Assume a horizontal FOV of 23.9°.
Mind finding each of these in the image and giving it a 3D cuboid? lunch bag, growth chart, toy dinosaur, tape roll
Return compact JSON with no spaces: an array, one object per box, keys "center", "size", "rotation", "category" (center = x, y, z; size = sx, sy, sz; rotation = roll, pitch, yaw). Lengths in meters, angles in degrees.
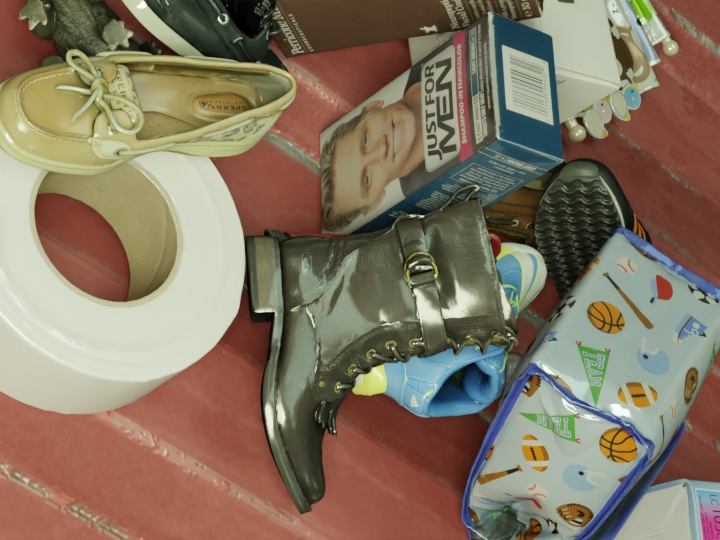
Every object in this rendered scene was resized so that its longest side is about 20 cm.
[{"center":[0.158,0.103,1.178],"size":[0.124,0.200,0.170],"rotation":[35,47,8],"category":"lunch bag"},{"center":[0.203,-0.199,1.470],"size":[0.200,0.018,0.145],"rotation":[-38,94,-42],"category":"growth chart"},{"center":[-0.187,-0.165,1.127],"size":[0.077,0.102,0.200],"rotation":[-44,85,2],"category":"toy dinosaur"},{"center":[-0.173,-0.016,1.062],"size":[0.202,0.071,0.203],"rotation":[16,60,-31],"category":"tape roll"}]

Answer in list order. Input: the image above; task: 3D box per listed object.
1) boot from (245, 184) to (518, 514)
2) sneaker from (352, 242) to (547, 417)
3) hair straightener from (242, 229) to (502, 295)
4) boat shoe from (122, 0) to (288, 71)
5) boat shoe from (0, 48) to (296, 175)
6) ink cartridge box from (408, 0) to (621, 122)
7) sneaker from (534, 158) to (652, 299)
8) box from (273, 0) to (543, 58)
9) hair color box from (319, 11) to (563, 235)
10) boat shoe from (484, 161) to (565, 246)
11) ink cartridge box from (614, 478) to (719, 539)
[{"center":[0.018,0.051,1.106],"size":[0.173,0.069,0.201],"rotation":[-6,91,-6],"category":"boot"},{"center":[0.083,0.052,1.203],"size":[0.200,0.076,0.105],"rotation":[-28,48,-33],"category":"sneaker"},{"center":[0.000,0.000,1.160],"size":[0.199,0.041,0.077],"rotation":[7,43,-7],"category":"hair straightener"},{"center":[-0.089,-0.170,1.155],"size":[0.199,0.066,0.075],"rotation":[33,20,-54],"category":"boat shoe"},{"center":[-0.133,-0.106,1.046],"size":[0.200,0.063,0.074],"rotation":[-11,76,-40],"category":"boat shoe"},{"center":[0.110,-0.206,1.325],"size":[0.084,0.146,0.201],"rotation":[8,65,-38],"category":"ink cartridge box"},{"center":[0.184,-0.026,1.302],"size":[0.200,0.070,0.090],"rotation":[69,33,-43],"category":"sneaker"},{"center":[0.024,-0.220,1.218],"size":[0.100,0.199,0.075],"rotation":[55,32,-60],"category":"box"},{"center":[0.051,-0.086,1.182],"size":[0.060,0.200,0.100],"rotation":[16,60,-32],"category":"hair color box"},{"center":[0.129,-0.056,1.323],"size":[0.200,0.068,0.072],"rotation":[17,23,-51],"category":"boat shoe"},{"center":[0.267,0.208,1.253],"size":[0.199,0.136,0.077],"rotation":[12,67,-34],"category":"ink cartridge box"}]
